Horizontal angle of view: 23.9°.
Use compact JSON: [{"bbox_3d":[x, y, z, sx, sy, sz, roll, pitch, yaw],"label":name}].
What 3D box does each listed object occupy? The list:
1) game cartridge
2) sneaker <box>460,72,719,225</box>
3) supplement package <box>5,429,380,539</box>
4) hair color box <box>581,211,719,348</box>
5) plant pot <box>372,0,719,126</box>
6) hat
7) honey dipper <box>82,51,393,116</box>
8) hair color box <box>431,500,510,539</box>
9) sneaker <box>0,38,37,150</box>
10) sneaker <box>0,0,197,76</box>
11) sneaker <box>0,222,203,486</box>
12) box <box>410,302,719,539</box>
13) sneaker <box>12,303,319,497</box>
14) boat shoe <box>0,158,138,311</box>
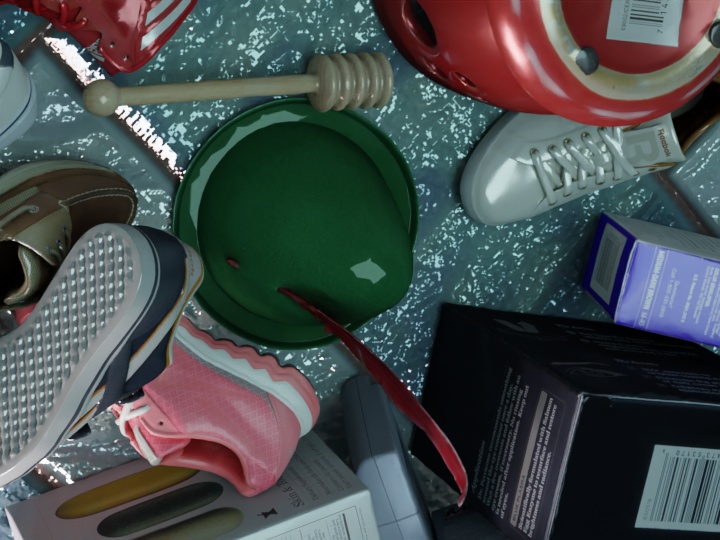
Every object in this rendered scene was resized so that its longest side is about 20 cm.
[{"bbox_3d":[0.034,0.183,1.137,0.042,0.133,0.200,-17,113,6],"label":"game cartridge"},{"bbox_3d":[0.161,-0.089,1.136,0.200,0.085,0.073,-31,117,-10],"label":"sneaker"},{"bbox_3d":[-0.097,0.207,1.078,0.200,0.152,0.151,-19,112,-17],"label":"supplement package"},{"bbox_3d":[0.263,0.019,1.167,0.200,0.109,0.065,12,101,-6],"label":"hair color box"},{"bbox_3d":[0.125,-0.189,1.037,0.200,0.182,0.201,-6,107,-19],"label":"plant pot"},{"bbox_3d":[0.000,0.000,1.040,0.200,0.176,0.166,34,91,-28],"label":"hat"},{"bbox_3d":[-0.074,-0.113,1.040,0.200,0.038,0.038,-6,108,-29],"label":"honey dipper"},{"bbox_3d":[0.095,0.221,1.090,0.061,0.200,0.099,-19,100,3],"label":"hair color box"},{"bbox_3d":[-0.275,-0.068,0.954,0.200,0.073,0.071,-41,155,-17],"label":"sneaker"},{"bbox_3d":[-0.181,-0.155,0.974,0.200,0.078,0.116,-19,111,-16],"label":"sneaker"},{"bbox_3d":[-0.163,0.054,0.971,0.200,0.078,0.079,-44,158,23],"label":"sneaker"},{"bbox_3d":[0.169,0.110,1.134,0.197,0.200,0.118,7,102,-24],"label":"box"},{"bbox_3d":[-0.125,0.070,1.027,0.200,0.074,0.087,25,55,-4],"label":"sneaker"},{"bbox_3d":[-0.203,-0.008,0.979,0.200,0.072,0.076,-23,141,-42],"label":"boat shoe"}]
